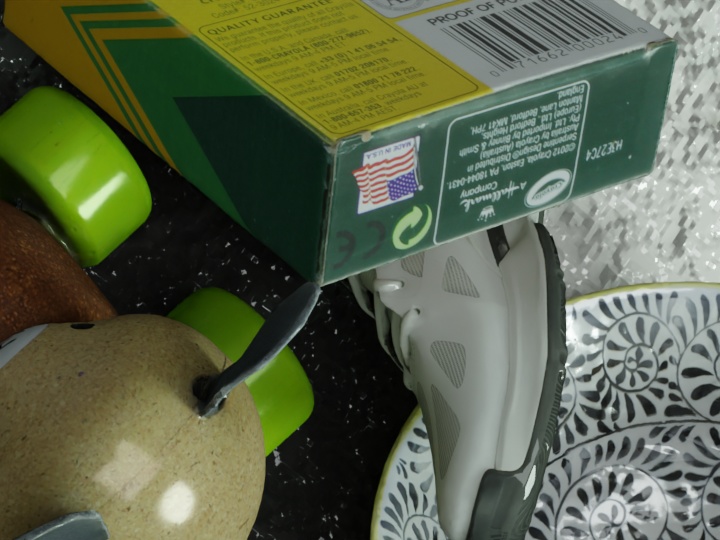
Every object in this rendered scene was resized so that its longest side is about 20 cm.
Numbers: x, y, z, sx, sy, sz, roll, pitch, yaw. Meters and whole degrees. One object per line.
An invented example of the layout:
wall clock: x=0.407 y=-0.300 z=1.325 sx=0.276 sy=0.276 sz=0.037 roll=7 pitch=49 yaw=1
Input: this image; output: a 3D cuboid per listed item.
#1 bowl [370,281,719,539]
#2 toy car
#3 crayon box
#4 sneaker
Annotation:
bowl: x=0.104 y=0.110 z=0.887 sx=0.200 sy=0.094 sz=0.201 roll=-1 pitch=51 yaw=2
toy car: x=-0.087 y=0.041 z=0.779 sx=0.164 sy=0.200 sz=0.158 roll=-43 pitch=102 yaw=-18
crayon box: x=-0.019 y=-0.078 z=0.835 sx=0.127 sy=0.200 sz=0.051 roll=-18 pitch=131 yaw=-32
sneaker: x=0.000 y=0.000 z=0.861 sx=0.115 sy=0.076 sz=0.201 roll=4 pitch=50 yaw=-7
